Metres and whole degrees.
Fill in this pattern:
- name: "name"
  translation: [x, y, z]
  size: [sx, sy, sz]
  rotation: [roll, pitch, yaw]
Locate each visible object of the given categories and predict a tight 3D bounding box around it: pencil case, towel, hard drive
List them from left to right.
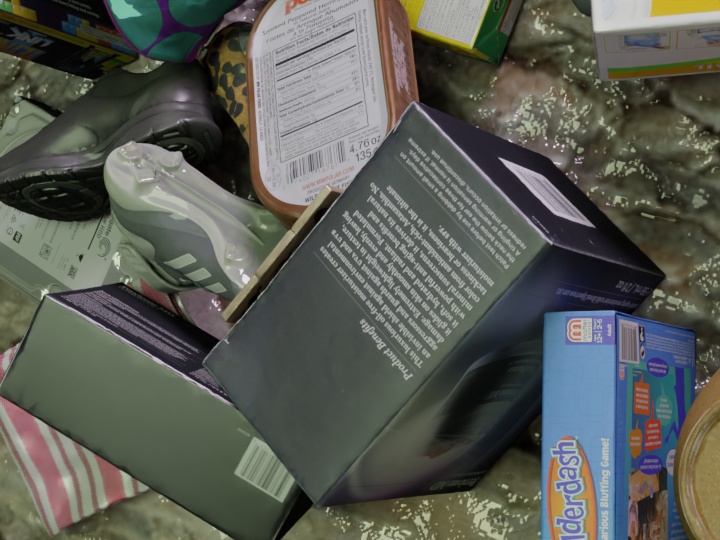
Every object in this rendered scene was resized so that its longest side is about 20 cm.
- name: "hard drive"
  translation: [-0.224, -0.037, 1.082]
  size: [0.199, 0.038, 0.140]
  rotation: [30, 100, 29]
- name: "towel"
  translation: [-0.193, 0.102, 1.024]
  size: [0.199, 0.030, 0.147]
  rotation: [-27, 89, 24]
- name: "pencil case"
  translation: [-0.078, -0.224, 0.936]
  size: [0.199, 0.085, 0.093]
  rotation: [-32, 107, 23]

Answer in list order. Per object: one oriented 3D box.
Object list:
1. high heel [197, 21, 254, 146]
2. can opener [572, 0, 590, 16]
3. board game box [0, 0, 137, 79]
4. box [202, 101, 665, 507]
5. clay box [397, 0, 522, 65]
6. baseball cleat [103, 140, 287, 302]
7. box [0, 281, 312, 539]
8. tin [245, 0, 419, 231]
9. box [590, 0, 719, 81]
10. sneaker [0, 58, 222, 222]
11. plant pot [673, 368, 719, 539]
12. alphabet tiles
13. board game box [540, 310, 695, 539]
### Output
- name: "high heel"
  translation: [-0.070, -0.080, 0.986]
  size: [0.142, 0.071, 0.201]
  rotation: [3, 86, 40]
- name: "can opener"
  translation: [0.144, -0.257, 0.874]
  size: [0.053, 0.066, 0.201]
  rotation: [-38, 60, 51]
- name: "board game box"
  translation: [-0.264, -0.248, 1.036]
  size: [0.056, 0.200, 0.166]
  rotation: [-19, 74, 28]
- name: "box"
  translation: [0.050, 0.029, 0.819]
  size: [0.199, 0.200, 0.123]
  rotation: [-49, 64, 17]
- name: "clay box"
  translation: [0.025, -0.227, 0.951]
  size: [0.199, 0.048, 0.116]
  rotation: [25, 97, 32]
- name: "baseball cleat"
  translation: [-0.096, -0.009, 0.934]
  size: [0.200, 0.070, 0.107]
  rotation: [39, 145, 25]
- name: "box"
  translation: [-0.115, 0.091, 0.904]
  size: [0.199, 0.141, 0.079]
  rotation: [30, 99, 7]
- name: "tin"
  translation: [-0.019, -0.111, 0.880]
  size: [0.111, 0.042, 0.201]
  rotation: [-18, 56, 19]
- name: "box"
  translation: [0.227, -0.178, 0.764]
  size: [0.199, 0.101, 0.113]
  rotation: [-4, 82, 12]
- name: "sneaker"
  translation: [-0.190, -0.098, 1.016]
  size: [0.199, 0.076, 0.091]
  rotation: [-16, 60, 19]
- name: "plant pot"
  translation: [0.237, 0.107, 0.700]
  size: [0.185, 0.200, 0.188]
  rotation: [-3, 83, 29]
- name: "alphabet tiles"
  translation: [0.000, 0.000, 0.850]
  size: [0.167, 0.200, 0.008]
  rotation: [-50, 64, 16]
- name: "board game box"
  translation: [0.149, 0.128, 0.776]
  size: [0.045, 0.152, 0.201]
  rotation: [-3, 82, 29]
